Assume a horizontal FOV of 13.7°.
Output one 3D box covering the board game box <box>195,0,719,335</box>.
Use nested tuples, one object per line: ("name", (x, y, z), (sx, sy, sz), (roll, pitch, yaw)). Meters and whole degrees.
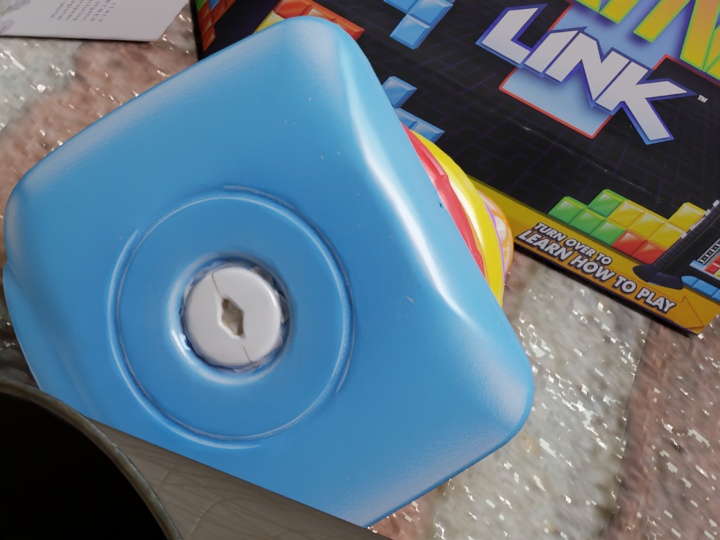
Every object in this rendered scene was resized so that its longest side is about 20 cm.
("board game box", (0.077, -0.085, 0.915), (0.200, 0.165, 0.057), (25, 33, -28))

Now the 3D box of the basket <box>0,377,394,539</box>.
("basket", (-0.003, 0.121, 0.572), (0.200, 0.136, 0.181), (14, 60, -49))

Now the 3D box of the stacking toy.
("stacking toy", (0.000, 0.000, 0.787), (0.116, 0.110, 0.200), (61, 19, 3))

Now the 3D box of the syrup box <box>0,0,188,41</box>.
("syrup box", (-0.116, -0.119, 0.808), (0.200, 0.079, 0.081), (-5, 53, -54))
